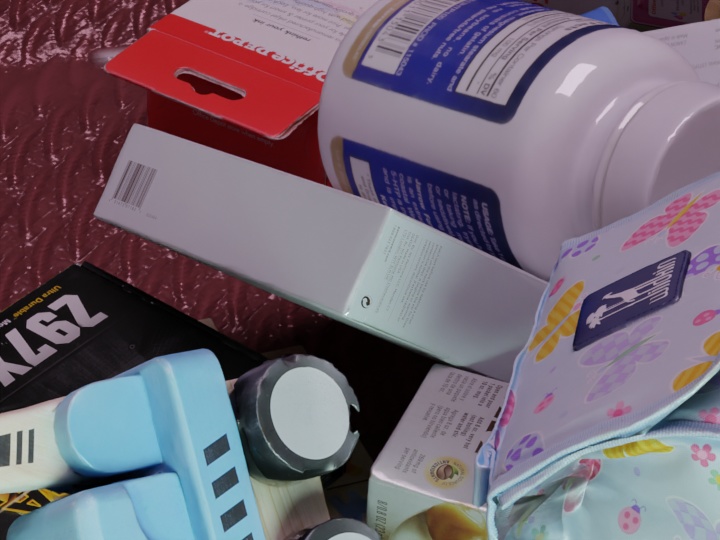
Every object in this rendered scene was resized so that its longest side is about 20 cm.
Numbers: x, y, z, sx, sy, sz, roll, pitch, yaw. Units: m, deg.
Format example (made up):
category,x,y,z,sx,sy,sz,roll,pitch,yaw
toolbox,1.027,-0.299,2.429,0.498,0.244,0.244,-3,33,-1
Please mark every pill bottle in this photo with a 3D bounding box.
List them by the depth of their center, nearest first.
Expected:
category,x,y,z,sx,sy,sz,roll,pitch,yaw
pill bottle,0.086,-0.054,1.160,0.120,0.120,0.200,-24,30,-33

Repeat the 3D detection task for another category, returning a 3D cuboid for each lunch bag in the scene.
category,x,y,z,sx,sy,sz,roll,pitch,yaw
lunch bag,0.151,0.047,0.935,0.200,0.127,0.170,7,34,15

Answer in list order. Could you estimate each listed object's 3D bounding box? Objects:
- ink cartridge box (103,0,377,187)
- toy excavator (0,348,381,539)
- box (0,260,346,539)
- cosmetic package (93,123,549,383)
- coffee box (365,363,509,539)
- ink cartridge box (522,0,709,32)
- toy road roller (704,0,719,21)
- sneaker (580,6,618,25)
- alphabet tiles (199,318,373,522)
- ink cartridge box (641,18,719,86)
category,x,y,z,sx,sy,sz,roll,pitch,yaw
ink cartridge box,-0.031,-0.104,1.367,0.116,0.067,0.200,23,40,26
toy excavator,-0.106,0.074,0.964,0.200,0.195,0.100,-11,-8,-37
box,-0.130,0.088,1.099,0.160,0.049,0.200,26,45,33
cosmetic package,0.000,0.000,1.128,0.151,0.052,0.200,27,-4,-38
coffee box,0.106,0.126,1.021,0.200,0.114,0.080,14,37,16
ink cartridge box,0.184,-0.186,1.431,0.200,0.145,0.085,12,38,12
toy road roller,0.223,-0.049,1.271,0.146,0.123,0.200,-35,50,-26
sneaker,0.116,-0.062,1.329,0.078,0.070,0.200,-15,37,-5
alphabet tiles,-0.079,0.089,1.149,0.166,0.006,0.200,-12,38,-19
ink cartridge box,0.175,-0.020,1.181,0.162,0.050,0.200,-6,68,41
